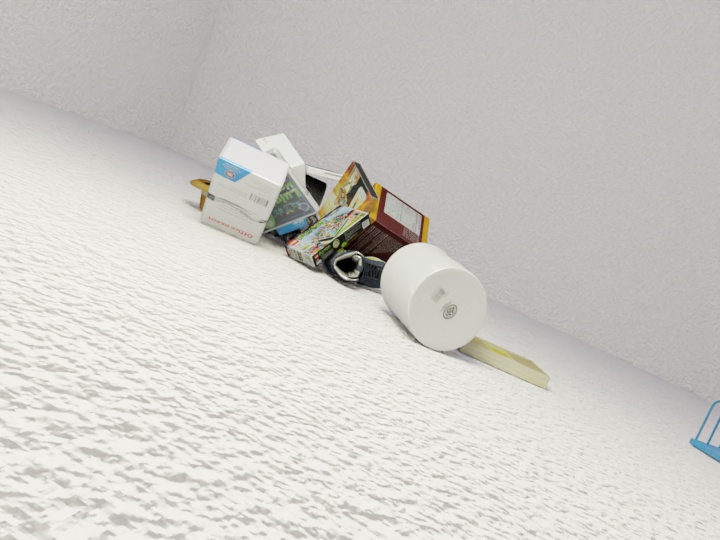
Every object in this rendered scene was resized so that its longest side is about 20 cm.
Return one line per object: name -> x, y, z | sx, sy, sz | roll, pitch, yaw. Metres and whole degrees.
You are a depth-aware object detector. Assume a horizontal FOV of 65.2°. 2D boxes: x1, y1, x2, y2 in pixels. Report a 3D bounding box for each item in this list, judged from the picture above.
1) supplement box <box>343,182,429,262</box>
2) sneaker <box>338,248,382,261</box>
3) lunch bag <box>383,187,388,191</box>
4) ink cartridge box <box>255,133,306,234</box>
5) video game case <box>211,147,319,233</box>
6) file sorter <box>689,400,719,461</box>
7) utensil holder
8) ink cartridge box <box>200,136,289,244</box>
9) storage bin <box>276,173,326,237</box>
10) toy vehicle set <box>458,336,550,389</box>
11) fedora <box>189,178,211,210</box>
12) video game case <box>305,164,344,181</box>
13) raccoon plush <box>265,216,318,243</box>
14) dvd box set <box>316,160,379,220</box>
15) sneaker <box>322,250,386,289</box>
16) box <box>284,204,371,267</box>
supplement box -> 0.056, -0.097, 1.583 | 0.198, 0.197, 0.135 | 30, 47, -21
sneaker -> 0.000, 0.000, 1.490 | 0.196, 0.075, 0.081 | 13, 16, -24
lunch bag -> 0.027, -0.157, 1.686 | 0.157, 0.084, 0.202 | 0, -40, 18
ink cartridge box -> -0.200, -0.219, 1.427 | 0.083, 0.202, 0.145 | -19, 50, -20
video game case -> -0.224, -0.179, 1.331 | 0.197, 0.024, 0.183 | -17, -53, 28
file sorter -> 0.875, 0.387, 1.254 | 0.197, 0.125, 0.139 | 21, 6, -24
utensil holder -> 0.142, 0.049, 1.113 | 0.167, 0.173, 0.200 | 22, 9, -16
ink cartridge box -> -0.261, -0.173, 1.257 | 0.142, 0.201, 0.085 | 23, 45, -12
storage bin -> -0.191, -0.190, 1.685 | 0.092, 0.203, 0.135 | 19, 7, -26
toy vehicle set -> 0.291, 0.182, 1.200 | 0.197, 0.027, 0.124 | 24, 6, -3
fedora -> -0.366, -0.180, 1.506 | 0.197, 0.083, 0.201 | 20, 11, -4
video game case -> -0.085, -0.278, 1.645 | 0.178, 0.024, 0.200 | 12, 10, -17
raccoon plush -> -0.205, -0.128, 1.593 | 0.132, 0.099, 0.199 | 23, 10, 26
dvd box set -> -0.039, -0.168, 1.502 | 0.029, 0.201, 0.148 | 9, 43, -39
sneaker -> 0.015, 0.002, 1.364 | 0.198, 0.079, 0.146 | 12, -3, -14
box -> -0.078, -0.087, 1.378 | 0.109, 0.199, 0.035 | 20, -42, 41
